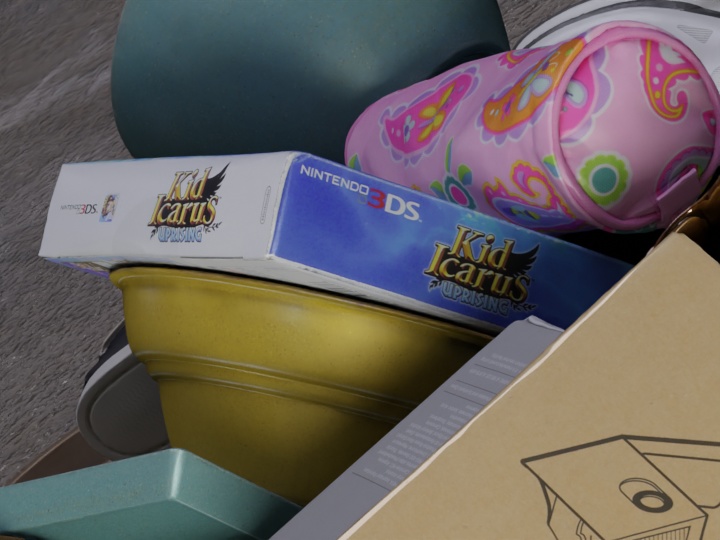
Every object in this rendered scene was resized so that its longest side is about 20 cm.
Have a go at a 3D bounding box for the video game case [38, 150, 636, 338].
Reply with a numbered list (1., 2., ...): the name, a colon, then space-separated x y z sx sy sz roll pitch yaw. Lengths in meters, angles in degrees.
1. video game case: 0.000 0.000 0.941 0.181 0.199 0.046 -1 74 55

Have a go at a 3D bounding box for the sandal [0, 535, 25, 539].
1. sandal: -0.124 0.159 0.772 0.054 0.080 0.201 -53 19 28

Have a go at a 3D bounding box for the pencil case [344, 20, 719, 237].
1. pencil case: 0.068 -0.048 0.964 0.087 0.088 0.200 -43 13 -21

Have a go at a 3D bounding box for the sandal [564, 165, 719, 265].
1. sandal: 0.142 -0.007 0.934 0.048 0.076 0.200 -28 6 -31

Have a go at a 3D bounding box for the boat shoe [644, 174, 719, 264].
1. boat shoe: 0.130 0.004 0.817 0.200 0.067 0.073 116 154 -56

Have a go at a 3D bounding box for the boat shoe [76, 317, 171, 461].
1. boat shoe: -0.050 0.018 1.105 0.200 0.074 0.060 -37 23 19

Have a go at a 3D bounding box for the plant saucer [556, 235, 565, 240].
1. plant saucer: 0.087 -0.038 1.140 0.199 0.036 0.200 -30 21 12

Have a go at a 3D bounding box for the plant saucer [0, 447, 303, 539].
1. plant saucer: -0.114 0.100 0.873 0.199 0.070 0.019 -14 57 40

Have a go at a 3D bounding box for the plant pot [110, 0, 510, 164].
1. plant pot: -0.003 -0.100 1.143 0.134 0.201 0.200 34 65 30

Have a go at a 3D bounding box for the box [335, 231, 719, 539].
1. box: 0.084 0.103 0.708 0.200 0.021 0.163 -40 66 -14

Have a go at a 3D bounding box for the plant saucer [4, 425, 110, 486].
1. plant saucer: -0.123 0.121 1.126 0.199 0.030 0.200 -31 21 13

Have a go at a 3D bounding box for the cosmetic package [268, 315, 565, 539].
1. cosmetic package: 0.027 0.121 0.787 0.200 0.107 0.090 -38 21 -13

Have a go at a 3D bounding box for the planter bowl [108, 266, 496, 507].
1. planter bowl: -0.013 0.064 0.942 0.200 0.199 0.084 1 76 57

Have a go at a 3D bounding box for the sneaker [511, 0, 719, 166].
1. sneaker: 0.149 -0.064 0.992 0.199 0.076 0.116 -1 37 19
